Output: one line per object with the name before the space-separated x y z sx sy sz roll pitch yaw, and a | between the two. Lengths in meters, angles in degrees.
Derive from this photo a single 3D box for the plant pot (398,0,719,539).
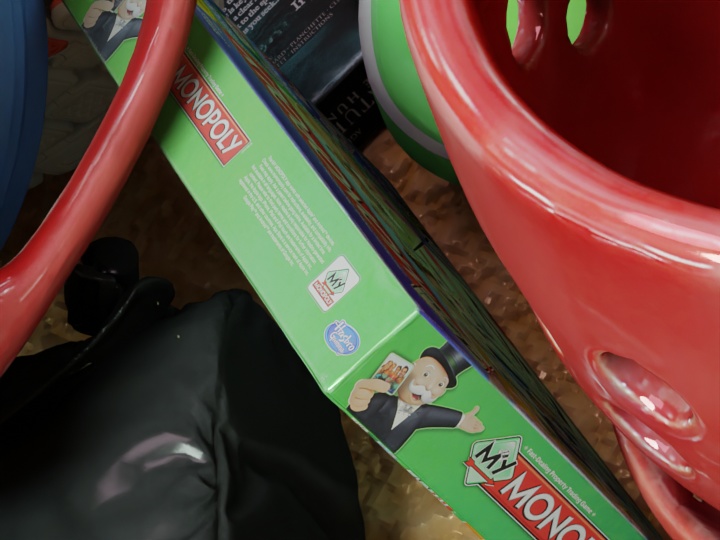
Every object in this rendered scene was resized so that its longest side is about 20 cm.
plant pot | 0.123 -0.025 0.590 0.199 0.183 0.201 -9 49 11

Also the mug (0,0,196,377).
mug | -0.130 -0.039 0.625 0.176 0.133 0.201 -9 83 17

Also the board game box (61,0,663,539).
board game box | 0.000 0.000 0.695 0.029 0.135 0.200 -41 41 4

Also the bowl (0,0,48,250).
bowl | -0.171 -0.058 0.754 0.199 0.039 0.202 3 97 26

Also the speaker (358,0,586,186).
speaker | 0.044 -0.108 0.698 0.088 0.200 0.089 1 54 -2

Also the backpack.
backpack | -0.097 0.106 0.718 0.199 0.127 0.168 -22 41 23

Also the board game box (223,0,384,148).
board game box | 0.019 -0.134 0.852 0.200 0.028 0.135 -43 47 5

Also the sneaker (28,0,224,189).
sneaker | -0.131 -0.060 0.807 0.199 0.077 0.082 -28 66 23
